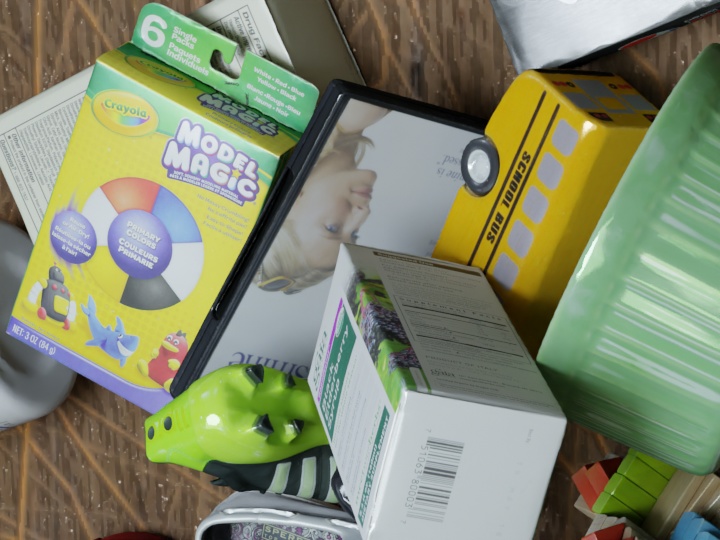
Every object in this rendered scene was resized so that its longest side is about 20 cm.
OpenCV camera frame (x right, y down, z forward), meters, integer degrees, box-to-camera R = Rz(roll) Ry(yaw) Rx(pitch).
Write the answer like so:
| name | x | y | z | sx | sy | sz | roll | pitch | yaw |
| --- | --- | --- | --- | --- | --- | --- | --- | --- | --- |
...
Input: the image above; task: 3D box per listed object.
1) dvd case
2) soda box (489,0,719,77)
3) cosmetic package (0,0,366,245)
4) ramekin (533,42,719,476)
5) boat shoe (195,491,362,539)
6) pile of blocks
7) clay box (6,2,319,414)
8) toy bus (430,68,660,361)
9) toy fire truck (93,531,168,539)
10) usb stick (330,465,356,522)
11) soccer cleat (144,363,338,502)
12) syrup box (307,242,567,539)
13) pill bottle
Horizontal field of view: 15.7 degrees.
| name | x | y | z | sx | sy | sz | roll | pitch | yaw |
| --- | --- | --- | --- | --- | --- | --- | --- | --- | --- |
| dvd case | 0.000 | 0.000 | 1.377 | 0.201 | 0.142 | 0.018 | -61 | 39 | 22 |
| soda box | 0.163 | -0.161 | 1.301 | 0.199 | 0.063 | 0.071 | -21 | 91 | 27 |
| cosmetic package | -0.099 | -0.078 | 1.440 | 0.199 | 0.073 | 0.104 | -23 | 90 | 27 |
| ramekin | 0.168 | 0.001 | 1.259 | 0.097 | 0.200 | 0.201 | 28 | 111 | 11 |
| boat shoe | 0.001 | 0.165 | 1.439 | 0.199 | 0.068 | 0.072 | 20 | 108 | 22 |
| pile of blocks | 0.143 | 0.130 | 1.286 | 0.062 | 0.200 | 0.082 | 35 | 108 | -18 |
| clay box | -0.106 | -0.030 | 1.385 | 0.114 | 0.048 | 0.201 | 27 | 117 | 12 |
| toy bus | 0.084 | -0.008 | 1.345 | 0.078 | 0.065 | 0.201 | 46 | 125 | 39 |
| toy fire truck | -0.096 | 0.226 | 1.483 | 0.199 | 0.129 | 0.177 | -27 | 90 | 11 |
| usb stick | 0.040 | 0.111 | 1.336 | 0.055 | 0.200 | 0.033 | 36 | 102 | 17 |
| soccer cleat | -0.031 | 0.092 | 1.381 | 0.081 | 0.199 | 0.068 | -23 | 62 | 33 |
| syrup box | 0.031 | 0.060 | 1.233 | 0.081 | 0.200 | 0.079 | 11 | 108 | -14 |
| pill bottle | -0.275 | 0.054 | 1.526 | 0.199 | 0.120 | 0.120 | -20 | 91 | 28 |
